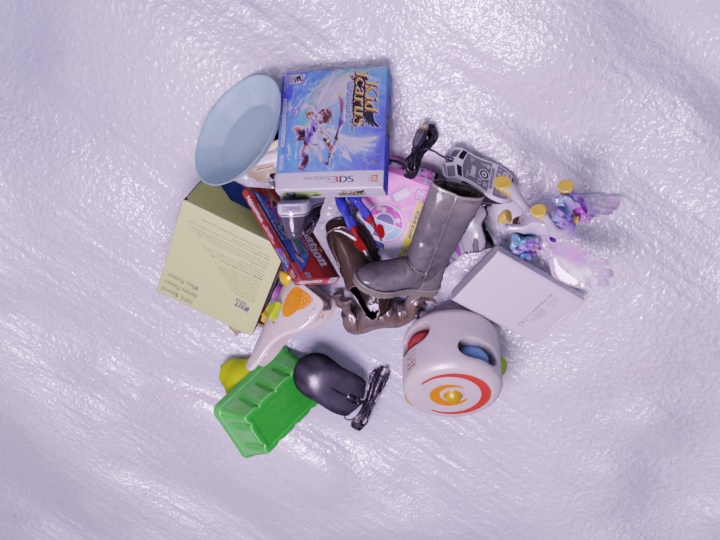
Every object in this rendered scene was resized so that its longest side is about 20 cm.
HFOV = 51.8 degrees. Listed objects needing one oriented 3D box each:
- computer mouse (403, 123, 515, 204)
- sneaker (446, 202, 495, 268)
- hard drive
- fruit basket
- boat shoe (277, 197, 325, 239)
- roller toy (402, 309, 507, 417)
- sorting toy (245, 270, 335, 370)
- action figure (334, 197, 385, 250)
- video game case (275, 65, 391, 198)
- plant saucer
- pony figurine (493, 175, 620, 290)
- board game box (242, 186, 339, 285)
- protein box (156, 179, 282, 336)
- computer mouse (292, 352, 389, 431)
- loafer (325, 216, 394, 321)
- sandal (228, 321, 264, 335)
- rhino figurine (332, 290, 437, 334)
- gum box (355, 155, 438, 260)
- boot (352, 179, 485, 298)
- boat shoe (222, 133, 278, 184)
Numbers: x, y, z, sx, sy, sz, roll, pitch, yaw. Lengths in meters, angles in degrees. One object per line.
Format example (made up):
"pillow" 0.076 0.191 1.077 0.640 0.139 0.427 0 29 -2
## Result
"computer mouse" 0.165 -0.160 1.221 0.197 0.111 0.044 26 148 -11
"sneaker" 0.175 -0.036 1.289 0.136 0.078 0.203 13 126 1
"hard drive" 0.276 0.046 1.307 0.197 0.027 0.132 27 127 -19
"fruit basket" -0.203 0.252 1.492 0.212 0.217 0.157 -22 112 22
"boat shoe" -0.097 -0.091 1.245 0.068 0.200 0.068 -2 102 3
"roller toy" 0.163 0.175 1.343 0.195 0.142 0.184 -8 139 14
"sorting toy" -0.141 0.102 1.341 0.106 0.200 0.182 34 90 5
"action figure" -0.033 -0.138 1.220 0.064 0.202 0.099 -31 144 0
"video game case" -0.042 -0.220 1.188 0.176 0.045 0.206 0 79 12
"plant saucer" -0.194 -0.224 1.224 0.199 0.205 0.038 -31 141 26
"pony figurine" 0.310 -0.073 1.190 0.189 0.170 0.200 6 159 25
"board game box" -0.119 -0.061 1.268 0.019 0.102 0.202 -46 64 29
"protein box" -0.236 -0.032 1.351 0.195 0.136 0.203 25 121 -2
"computer mouse" -0.038 0.226 1.436 0.197 0.053 0.141 27 91 -24
"loafer" 0.000 0.000 1.274 0.072 0.072 0.202 -22 112 25
"sandal" -0.226 0.102 1.456 0.207 0.078 0.071 17 115 -3
"rhino figurine" 0.048 0.072 1.387 0.195 0.060 0.089 -9 117 15
"gum box" 0.053 -0.097 1.288 0.111 0.066 0.203 20 121 3
"boot" 0.092 -0.050 1.191 0.178 0.073 0.202 -2 135 -27
"boat shoe" -0.170 -0.185 1.287 0.196 0.075 0.070 -15 114 22
